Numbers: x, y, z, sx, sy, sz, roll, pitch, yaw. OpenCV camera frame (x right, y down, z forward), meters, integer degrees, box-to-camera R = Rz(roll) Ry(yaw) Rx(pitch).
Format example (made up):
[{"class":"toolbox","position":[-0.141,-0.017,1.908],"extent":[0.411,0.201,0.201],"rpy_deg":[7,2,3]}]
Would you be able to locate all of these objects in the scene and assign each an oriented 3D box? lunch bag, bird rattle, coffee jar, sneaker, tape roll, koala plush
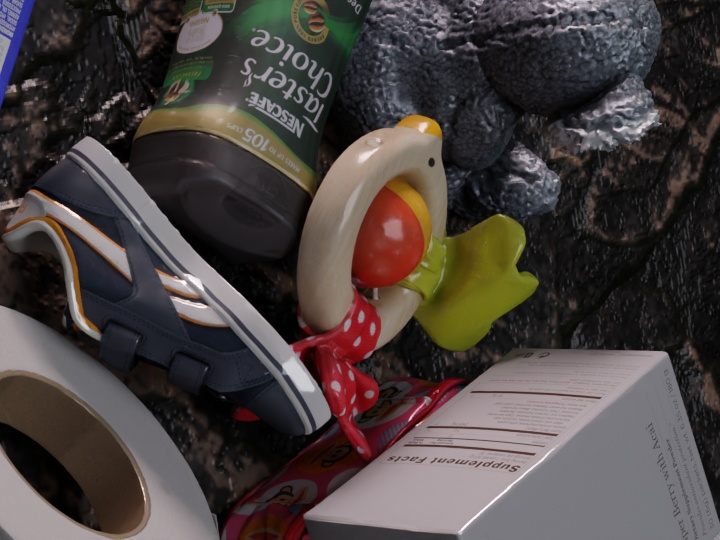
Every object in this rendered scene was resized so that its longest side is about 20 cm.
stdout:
[{"class":"lunch bag","position":[0.020,0.176,1.496],"extent":[0.200,0.082,0.177],"rpy_deg":[-40,117,-39]},{"class":"bird rattle","position":[0.000,0.000,1.457],"extent":[0.200,0.112,0.164],"rpy_deg":[-31,129,-39]},{"class":"coffee jar","position":[-0.060,-0.109,1.442],"extent":[0.104,0.085,0.201],"rpy_deg":[32,64,-37]},{"class":"sneaker","position":[-0.106,0.027,1.356],"extent":[0.079,0.078,0.200],"rpy_deg":[-42,81,-13]},{"class":"tape roll","position":[-0.155,0.102,1.277],"extent":[0.203,0.037,0.203],"rpy_deg":[40,21,-18]},{"class":"koala plush","position":[0.095,-0.128,1.516],"extent":[0.183,0.200,0.178],"rpy_deg":[10,78,-43]}]

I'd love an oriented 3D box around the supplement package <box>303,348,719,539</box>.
[{"class":"supplement package","position":[0.088,0.142,1.421],"extent":[0.200,0.119,0.122],"rpy_deg":[-36,115,-40]}]

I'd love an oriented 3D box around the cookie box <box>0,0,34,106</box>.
[{"class":"cookie box","position":[-0.241,-0.077,1.202],"extent":[0.075,0.171,0.201],"rpy_deg":[29,66,-35]}]

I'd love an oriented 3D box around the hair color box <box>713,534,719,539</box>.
[{"class":"hair color box","position":[0.187,0.255,1.658],"extent":[0.100,0.060,0.201],"rpy_deg":[37,60,-35]}]
